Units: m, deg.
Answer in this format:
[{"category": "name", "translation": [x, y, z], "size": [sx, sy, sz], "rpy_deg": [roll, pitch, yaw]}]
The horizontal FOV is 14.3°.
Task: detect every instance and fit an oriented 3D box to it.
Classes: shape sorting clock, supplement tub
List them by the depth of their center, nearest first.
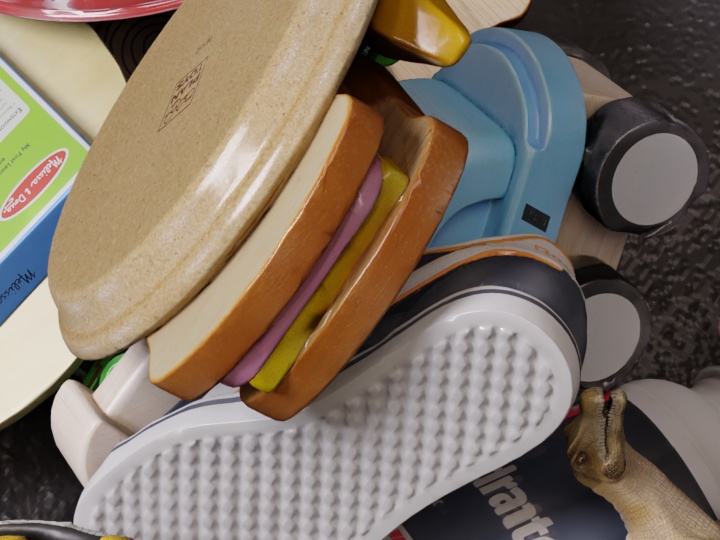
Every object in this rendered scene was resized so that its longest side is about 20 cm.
[{"category": "supplement tub", "translation": [0.080, 0.125, 1.052], "size": [0.200, 0.140, 0.141], "rpy_deg": [-23, 77, -13]}, {"category": "shape sorting clock", "translation": [-0.175, -0.024, 1.096], "size": [0.199, 0.039, 0.201], "rpy_deg": [-6, 69, 16]}]

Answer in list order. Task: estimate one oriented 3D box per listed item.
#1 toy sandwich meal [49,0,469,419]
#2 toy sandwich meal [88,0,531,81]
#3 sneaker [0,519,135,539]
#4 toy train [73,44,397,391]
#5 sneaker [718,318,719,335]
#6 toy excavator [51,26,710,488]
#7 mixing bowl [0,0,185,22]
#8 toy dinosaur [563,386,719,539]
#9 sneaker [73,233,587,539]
[{"category": "toy sandwich meal", "translation": [-0.030, -0.039, 0.969], "size": [0.070, 0.205, 0.206], "rpy_deg": [33, 71, -19]}, {"category": "toy sandwich meal", "translation": [-0.021, -0.081, 1.138], "size": [0.204, 0.070, 0.206], "rpy_deg": [2, 73, -7]}, {"category": "sneaker", "translation": [-0.123, 0.116, 0.967], "size": [0.082, 0.200, 0.078], "rpy_deg": [45, 50, -35]}, {"category": "toy train", "translation": [-0.051, -0.030, 1.080], "size": [0.056, 0.042, 0.200], "rpy_deg": [35, 95, 32]}, {"category": "sneaker", "translation": [0.204, -0.015, 1.087], "size": [0.079, 0.200, 0.096], "rpy_deg": [24, 110, 17]}, {"category": "toy excavator", "translation": [0.000, 0.000, 1.046], "size": [0.199, 0.100, 0.195], "rpy_deg": [7, 111, -28]}, {"category": "mixing bowl", "translation": [-0.094, -0.199, 1.096], "size": [0.199, 0.109, 0.200], "rpy_deg": [-7, 41, 6]}, {"category": "toy dinosaur", "translation": [0.121, 0.130, 0.972], "size": [0.101, 0.058, 0.201], "rpy_deg": [-12, 93, 2]}, {"category": "sneaker", "translation": [-0.006, 0.052, 0.984], "size": [0.200, 0.079, 0.079], "rpy_deg": [-25, 110, 25]}]
